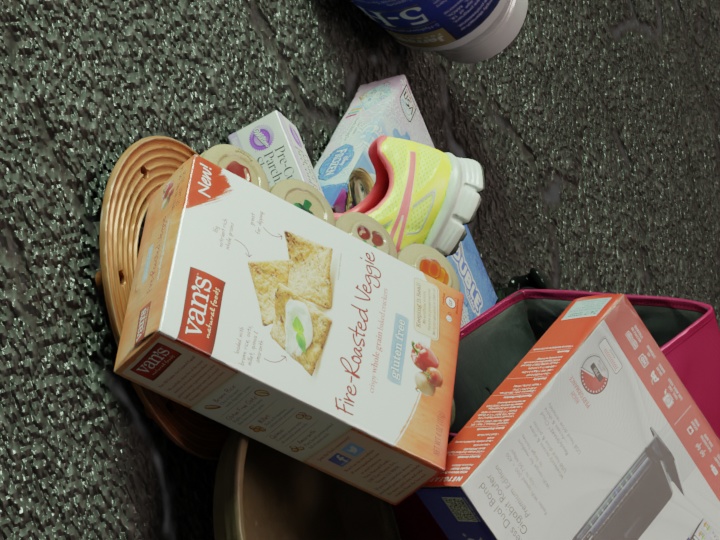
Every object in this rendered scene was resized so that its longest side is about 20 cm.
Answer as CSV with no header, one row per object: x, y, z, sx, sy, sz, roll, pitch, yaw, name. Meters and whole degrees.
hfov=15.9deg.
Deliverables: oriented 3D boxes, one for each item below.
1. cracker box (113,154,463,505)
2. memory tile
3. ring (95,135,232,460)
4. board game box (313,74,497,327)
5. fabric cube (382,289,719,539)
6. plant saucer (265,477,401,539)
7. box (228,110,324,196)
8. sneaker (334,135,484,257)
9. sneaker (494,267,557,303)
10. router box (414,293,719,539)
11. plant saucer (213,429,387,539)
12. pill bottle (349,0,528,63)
-0.038,0.036,1.515,0.200,0.058,0.134,26,48,-22,cracker box
-0.022,0.014,1.597,0.200,0.017,0.154,27,48,-22,memory tile
-0.109,0.017,1.567,0.200,0.019,0.201,40,44,-54,ring
0.027,-0.007,1.853,0.200,0.043,0.199,66,26,-24,board game box
0.140,0.147,1.748,0.200,0.196,0.200,-33,112,-34,fabric cube
-0.026,0.191,1.646,0.200,0.034,0.201,45,38,-52,plant saucer
-0.030,-0.006,1.658,0.200,0.041,0.039,69,13,21,box
0.000,0.000,1.710,0.090,0.078,0.200,28,83,-18,sneaker
0.123,0.063,2.019,0.091,0.076,0.200,61,20,-13,sneaker
0.149,0.148,1.587,0.180,0.049,0.200,-47,113,-30,router box
-0.036,0.166,1.559,0.200,0.029,0.201,41,43,-54,plant saucer
0.046,-0.232,1.917,0.200,0.119,0.120,34,48,-57,pill bottle
